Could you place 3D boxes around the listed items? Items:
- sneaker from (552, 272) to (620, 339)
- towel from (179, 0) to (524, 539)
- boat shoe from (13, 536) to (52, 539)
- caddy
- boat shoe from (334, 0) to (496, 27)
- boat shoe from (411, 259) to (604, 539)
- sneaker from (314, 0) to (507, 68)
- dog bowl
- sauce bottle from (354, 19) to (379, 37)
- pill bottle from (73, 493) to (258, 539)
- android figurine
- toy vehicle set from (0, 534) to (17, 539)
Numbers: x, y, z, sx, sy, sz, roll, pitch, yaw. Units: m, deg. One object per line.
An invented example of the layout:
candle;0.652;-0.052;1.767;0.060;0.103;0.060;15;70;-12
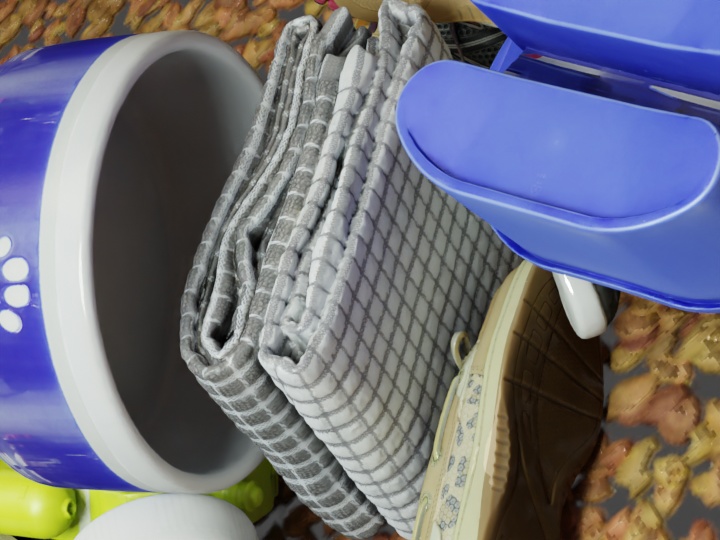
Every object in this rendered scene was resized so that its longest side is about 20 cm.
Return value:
sneaker;0.122;-0.050;1.104;0.099;0.071;0.200;-12;35;9
towel;0.000;0.000;1.136;0.085;0.166;0.201;-2;57;28
boat shoe;-0.119;0.153;1.231;0.075;0.066;0.199;-51;35;-2
caddy;0.113;-0.065;0.988;0.200;0.105;0.142;18;82;42
boat shoe;0.082;-0.141;1.146;0.199;0.069;0.071;12;112;30
boat shoe;0.054;0.082;1.093;0.063;0.073;0.201;-12;49;40
sneaker;0.045;-0.143;1.246;0.199;0.075;0.081;22;71;15
dog bowl;-0.099;-0.003;1.112;0.078;0.200;0.201;-2;56;26
sauce bottle;0.050;-0.172;1.334;0.066;0.066;0.201;-2;60;48
pill bottle;-0.067;0.200;1.075;0.109;0.109;0.200;-37;45;20
android figurine;-0.122;0.091;1.227;0.199;0.041;0.182;6;17;30
toy vehicle set;-0.197;0.169;1.261;0.026;0.125;0.200;-26;25;-26
